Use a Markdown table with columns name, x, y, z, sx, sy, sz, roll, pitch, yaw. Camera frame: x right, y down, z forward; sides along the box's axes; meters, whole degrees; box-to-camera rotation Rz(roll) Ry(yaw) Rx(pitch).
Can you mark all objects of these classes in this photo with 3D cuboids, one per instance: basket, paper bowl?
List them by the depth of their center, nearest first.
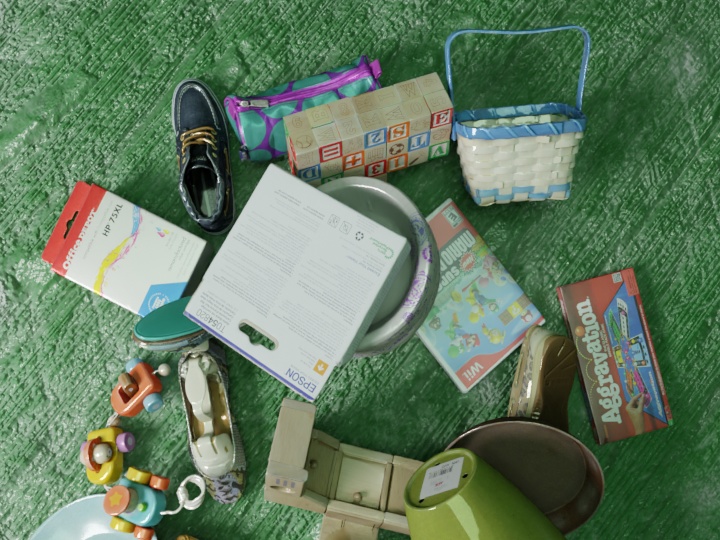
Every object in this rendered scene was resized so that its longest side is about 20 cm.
| name | x | y | z | sx | sy | sz | roll | pitch | yaw |
| --- | --- | --- | --- | --- | --- | --- | --- | --- | --- |
| paper bowl | 0.000 | 0.000 | 0.896 | 0.195 | 0.104 | 0.207 | -5 | 76 | 18 |
| basket | 0.186 | -0.189 | 0.911 | 0.171 | 0.140 | 0.205 | -2 | 115 | -3 |

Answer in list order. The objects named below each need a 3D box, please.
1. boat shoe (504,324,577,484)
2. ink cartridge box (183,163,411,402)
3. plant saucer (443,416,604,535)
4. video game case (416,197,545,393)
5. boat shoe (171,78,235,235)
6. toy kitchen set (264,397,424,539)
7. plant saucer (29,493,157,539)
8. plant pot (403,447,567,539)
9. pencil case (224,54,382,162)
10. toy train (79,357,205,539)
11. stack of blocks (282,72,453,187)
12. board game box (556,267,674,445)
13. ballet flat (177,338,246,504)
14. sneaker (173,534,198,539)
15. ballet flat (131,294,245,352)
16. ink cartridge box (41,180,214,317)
| name | x | y | z | sx | sy | sz | roll | pitch | yaw |
| --- | --- | --- | --- | --- | --- | --- | --- | --- | --- |
| boat shoe | 0.216 | 0.171 | 0.924 | 0.072 | 0.063 | 0.206 | 7 | 102 | -25 |
| ink cartridge box | -0.071 | 0.011 | 0.836 | 0.197 | 0.041 | 0.203 | 30 | 84 | 20 |
| plant saucer | 0.184 | 0.242 | 0.881 | 0.194 | 0.035 | 0.205 | 5 | 124 | 7 |
| video game case | 0.122 | 0.031 | 0.958 | 0.142 | 0.017 | 0.201 | -38 | 87 | -5 |
| boat shoe | -0.195 | -0.150 | 0.927 | 0.069 | 0.091 | 0.206 | -13 | 85 | -3 |
| toy kitchen set | -0.012 | 0.266 | 0.827 | 0.194 | 0.181 | 0.167 | 13 | 64 | -1 |
| plant saucer | -0.316 | 0.367 | 0.871 | 0.195 | 0.039 | 0.205 | -8 | 55 | 11 |
| plant pot | 0.132 | 0.304 | 0.818 | 0.185 | 0.187 | 0.203 | -34 | 103 | -5 |
| pencil case | -0.067 | -0.202 | 0.936 | 0.195 | 0.093 | 0.087 | -19 | 67 | -6 |
| toy train | -0.266 | 0.207 | 0.877 | 0.149 | 0.056 | 0.202 | -39 | 61 | 8 |
| stack of blocks | 0.010 | -0.155 | 0.917 | 0.195 | 0.116 | 0.060 | -18 | 62 | -8 |
| board game box | 0.324 | 0.108 | 0.958 | 0.100 | 0.019 | 0.206 | -14 | 85 | -2 |
| ballet flat | -0.185 | 0.185 | 0.907 | 0.070 | 0.072 | 0.206 | -11 | 85 | -3 |
| sneaker | -0.228 | 0.414 | 0.881 | 0.087 | 0.076 | 0.201 | 36 | 97 | -22 |
| ballet flat | -0.176 | 0.058 | 0.891 | 0.197 | 0.074 | 0.075 | -28 | 86 | -31 |
| ink cartridge box | -0.294 | -0.024 | 0.922 | 0.196 | 0.067 | 0.119 | 26 | 85 | 0 |
